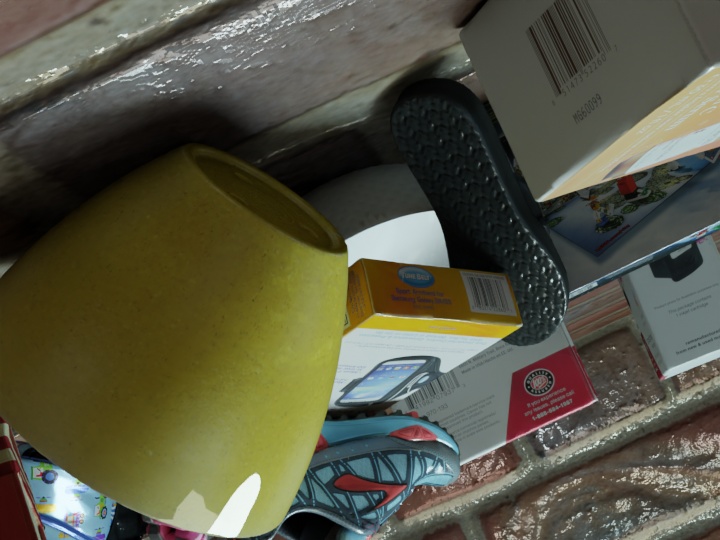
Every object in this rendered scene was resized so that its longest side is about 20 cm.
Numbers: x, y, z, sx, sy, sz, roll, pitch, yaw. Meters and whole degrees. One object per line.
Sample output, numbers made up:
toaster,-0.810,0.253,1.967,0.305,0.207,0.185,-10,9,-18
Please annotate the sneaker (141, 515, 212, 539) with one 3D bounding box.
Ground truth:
sneaker,-0.154,0.146,1.123,0.079,0.201,0.095,9,-149,44

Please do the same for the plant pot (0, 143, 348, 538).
plant pot,-0.086,0.019,0.693,0.143,0.200,0.200,-57,160,12

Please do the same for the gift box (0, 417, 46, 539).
gift box,-0.308,0.162,0.850,0.198,0.186,0.187,-14,157,-13

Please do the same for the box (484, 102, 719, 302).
box,0.189,-0.083,0.847,0.199,0.137,0.038,-26,167,9

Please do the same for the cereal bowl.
cereal bowl,0.000,0.000,0.901,0.199,0.084,0.201,-21,146,-15

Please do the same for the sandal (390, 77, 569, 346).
sandal,0.082,-0.037,0.801,0.075,0.201,0.048,-1,-140,31

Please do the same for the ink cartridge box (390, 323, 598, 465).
ink cartridge box,0.076,0.038,1.015,0.144,0.201,0.083,-26,173,9

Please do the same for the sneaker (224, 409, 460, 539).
sneaker,-0.016,0.147,0.851,0.199,0.096,0.079,4,155,-35

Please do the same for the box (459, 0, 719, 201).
box,0.181,-0.133,0.682,0.199,0.107,0.152,-18,167,-29

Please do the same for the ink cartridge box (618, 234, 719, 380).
ink cartridge box,0.275,-0.011,1.204,0.082,0.201,0.146,-22,169,7

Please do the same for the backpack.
backpack,-0.290,0.212,1.097,0.181,0.136,0.200,7,159,14

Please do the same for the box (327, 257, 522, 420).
box,-0.009,0.056,0.822,0.118,0.042,0.200,6,152,-39
